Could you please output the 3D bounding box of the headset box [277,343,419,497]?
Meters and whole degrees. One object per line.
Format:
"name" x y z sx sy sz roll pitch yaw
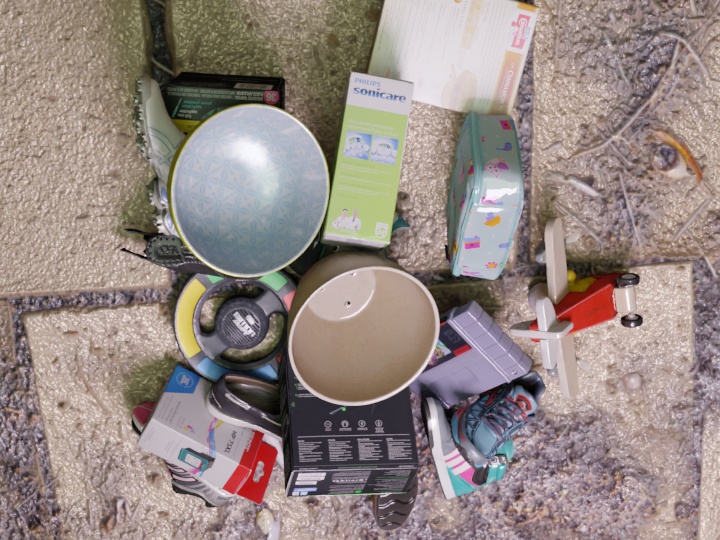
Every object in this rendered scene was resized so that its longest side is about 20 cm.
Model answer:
"headset box" -0.022 0.195 1.460 0.172 0.202 0.093 0 148 -12

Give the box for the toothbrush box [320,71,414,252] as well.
"toothbrush box" 0.006 -0.132 1.354 0.085 0.146 0.203 8 85 -4

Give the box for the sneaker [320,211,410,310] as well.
"sneaker" 0.000 -0.001 1.491 0.093 0.070 0.201 25 102 -2

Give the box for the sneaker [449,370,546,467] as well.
"sneaker" 0.195 0.194 1.483 0.080 0.200 0.095 51 128 -2

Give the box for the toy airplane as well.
"toy airplane" 0.277 0.054 1.475 0.198 0.141 0.202 34 80 -35

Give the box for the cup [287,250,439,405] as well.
"cup" -0.012 0.052 1.404 0.198 0.144 0.202 -8 120 -13

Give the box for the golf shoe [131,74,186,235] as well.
"golf shoe" -0.227 -0.148 1.325 0.096 0.078 0.202 -14 112 -12

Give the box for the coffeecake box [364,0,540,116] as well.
"coffeecake box" 0.116 -0.295 1.402 0.198 0.073 0.155 13 106 -4

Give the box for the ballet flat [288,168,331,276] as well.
"ballet flat" -0.052 -0.085 1.469 0.072 0.073 0.201 27 107 -8

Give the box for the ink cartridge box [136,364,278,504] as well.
"ink cartridge box" -0.204 0.236 1.531 0.199 0.117 0.067 29 127 -9

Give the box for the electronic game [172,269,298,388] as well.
"electronic game" -0.169 0.075 1.529 0.197 0.042 0.203 0 106 0

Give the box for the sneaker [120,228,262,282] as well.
"sneaker" -0.229 -0.025 1.466 0.197 0.104 0.061 9 90 -12

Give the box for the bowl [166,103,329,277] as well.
"bowl" -0.147 -0.099 1.277 0.198 0.107 0.203 -5 101 -27

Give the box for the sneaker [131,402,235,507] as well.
"sneaker" -0.263 0.279 1.571 0.199 0.074 0.088 37 125 1

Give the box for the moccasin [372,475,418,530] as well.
"moccasin" 0.041 0.285 1.583 0.073 0.078 0.204 -9 104 -14

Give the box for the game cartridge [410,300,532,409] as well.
"game cartridge" 0.128 0.124 1.495 0.129 0.039 0.199 42 139 -15

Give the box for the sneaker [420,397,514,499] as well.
"sneaker" 0.159 0.248 1.546 0.119 0.084 0.201 -16 132 2

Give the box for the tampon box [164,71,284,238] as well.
"tampon box" -0.177 -0.150 1.415 0.148 0.126 0.202 3 107 0

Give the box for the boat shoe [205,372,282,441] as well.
"boat shoe" -0.120 0.194 1.531 0.198 0.074 0.061 20 132 -17

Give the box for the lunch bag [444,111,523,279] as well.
"lunch bag" 0.157 -0.097 1.402 0.076 0.162 0.201 3 138 -6
